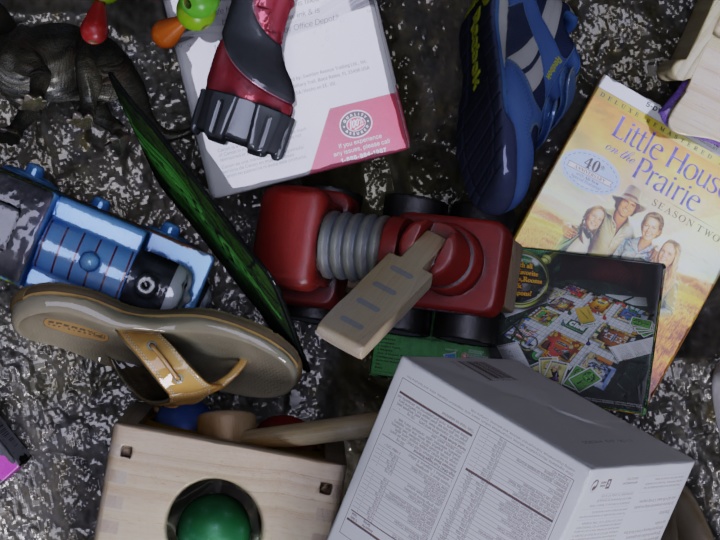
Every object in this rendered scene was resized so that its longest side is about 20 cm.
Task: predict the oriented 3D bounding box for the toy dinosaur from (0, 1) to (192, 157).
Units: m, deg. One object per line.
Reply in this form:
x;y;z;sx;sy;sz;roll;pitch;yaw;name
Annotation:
-0.204;-0.138;1.416;0.198;0.077;0.103;5;59;-14;toy dinosaur

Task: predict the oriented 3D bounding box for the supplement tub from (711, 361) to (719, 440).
0.355;0.105;1.402;0.198;0.144;0.146;-15;92;-1;supplement tub

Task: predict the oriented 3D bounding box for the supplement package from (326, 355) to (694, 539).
0.081;0.176;1.272;0.150;0.151;0.202;29;103;31;supplement package

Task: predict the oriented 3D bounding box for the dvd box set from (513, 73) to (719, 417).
0.186;-0.017;1.451;0.145;0.029;0.201;30;92;-1;dvd box set

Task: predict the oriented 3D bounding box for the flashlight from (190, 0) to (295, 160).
-0.053;-0.177;1.342;0.067;0.068;0.202;19;90;-29;flashlight

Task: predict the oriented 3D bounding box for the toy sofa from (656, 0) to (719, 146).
0.306;-0.108;1.425;0.198;0.083;0.098;25;96;-2;toy sofa

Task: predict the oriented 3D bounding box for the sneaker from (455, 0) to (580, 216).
0.113;-0.121;1.389;0.082;0.074;0.202;17;54;-17;sneaker

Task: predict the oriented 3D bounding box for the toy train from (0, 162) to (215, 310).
-0.197;-0.012;1.403;0.198;0.114;0.087;23;92;-1;toy train

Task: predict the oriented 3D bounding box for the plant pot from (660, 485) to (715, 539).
0.166;0.264;1.396;0.172;0.200;0.202;-17;92;15;plant pot

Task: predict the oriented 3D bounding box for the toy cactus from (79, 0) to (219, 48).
-0.110;-0.237;1.317;0.102;0.199;0.167;24;57;-33;toy cactus

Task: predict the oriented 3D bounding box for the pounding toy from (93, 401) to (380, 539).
-0.077;0.141;1.368;0.182;0.200;0.144;10;91;-2;pounding toy

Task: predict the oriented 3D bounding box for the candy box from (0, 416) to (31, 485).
-0.347;0.100;1.431;0.136;0.061;0.201;-39;93;1;candy box

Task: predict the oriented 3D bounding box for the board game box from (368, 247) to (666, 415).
0.109;0.035;1.417;0.198;0.023;0.106;8;86;19;board game box

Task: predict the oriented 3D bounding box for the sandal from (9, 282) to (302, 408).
-0.138;0.059;1.348;0.198;0.081;0.054;13;56;-5;sandal

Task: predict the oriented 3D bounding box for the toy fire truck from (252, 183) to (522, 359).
0.000;0.000;1.341;0.174;0.200;0.130;8;83;19;toy fire truck

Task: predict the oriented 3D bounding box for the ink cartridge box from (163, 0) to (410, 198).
-0.058;-0.165;1.415;0.144;0.085;0.202;-13;93;-1;ink cartridge box

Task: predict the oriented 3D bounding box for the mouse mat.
-0.100;-0.030;1.352;0.007;0.161;0.200;-34;66;-8;mouse mat
